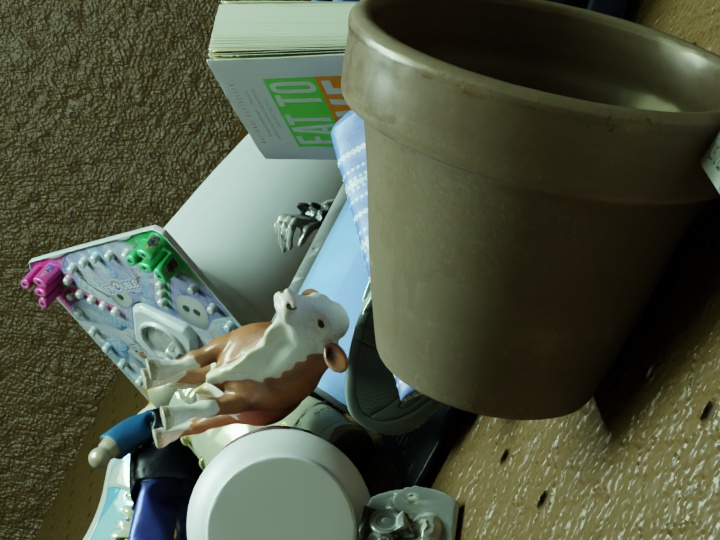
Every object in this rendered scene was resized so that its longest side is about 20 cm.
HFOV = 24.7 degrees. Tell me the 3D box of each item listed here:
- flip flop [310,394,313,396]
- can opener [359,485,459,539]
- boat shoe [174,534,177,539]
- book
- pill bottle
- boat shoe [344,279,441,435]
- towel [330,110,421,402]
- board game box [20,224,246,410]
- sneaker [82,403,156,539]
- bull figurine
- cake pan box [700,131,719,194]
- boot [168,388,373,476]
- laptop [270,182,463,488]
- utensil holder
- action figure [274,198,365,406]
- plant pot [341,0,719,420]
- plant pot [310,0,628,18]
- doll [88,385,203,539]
[{"bbox_3d":[-0.089,0.132,1.451,0.081,0.057,0.200,-66,11,-12],"label":"flip flop"},{"bbox_3d":[0.019,0.200,0.884,0.200,0.053,0.067,-77,-14,-48],"label":"can opener"},{"bbox_3d":[-0.121,0.233,1.361,0.200,0.075,0.093,-36,24,49],"label":"boat shoe"},{"bbox_3d":[0.016,-0.119,1.076,0.134,0.199,0.048,64,-149,-57],"label":"book"},{"bbox_3d":[-0.050,0.153,1.012,0.200,0.113,0.113,118,178,-85],"label":"pill bottle"},{"bbox_3d":[0.044,0.004,1.011,0.065,0.074,0.202,143,145,-85],"label":"boat shoe"},{"bbox_3d":[0.055,-0.042,0.947,0.145,0.024,0.200,-32,54,25],"label":"towel"},{"bbox_3d":[-0.160,0.058,1.323,0.200,0.200,0.026,-11,35,49],"label":"board game box"},{"bbox_3d":[-0.168,0.207,1.290,0.200,0.079,0.131,-69,18,4],"label":"sneaker"},{"bbox_3d":[-0.074,0.065,1.042,0.200,0.121,0.065,117,137,-72],"label":"bull figurine"},{"bbox_3d":[0.210,-0.075,0.599,0.184,0.052,0.200,-57,12,20],"label":"cake pan box"},{"bbox_3d":[-0.094,0.161,1.191,0.155,0.072,0.200,38,98,39],"label":"boot"},{"bbox_3d":[0.021,0.024,1.087,0.178,0.103,0.200,-63,11,7],"label":"laptop"},{"bbox_3d":[-0.087,-0.005,1.384,0.200,0.170,0.170,-54,5,-32],"label":"utensil holder"},{"bbox_3d":[0.000,0.000,1.212,0.119,0.102,0.200,36,109,33],"label":"action figure"},{"bbox_3d":[0.077,-0.027,0.800,0.200,0.200,0.175,-94,15,-68],"label":"plant pot"},{"bbox_3d":[0.080,-0.204,1.131,0.200,0.179,0.200,-46,20,57],"label":"plant pot"},{"bbox_3d":[-0.145,0.159,1.248,0.048,0.136,0.200,-40,42,46],"label":"doll"}]
